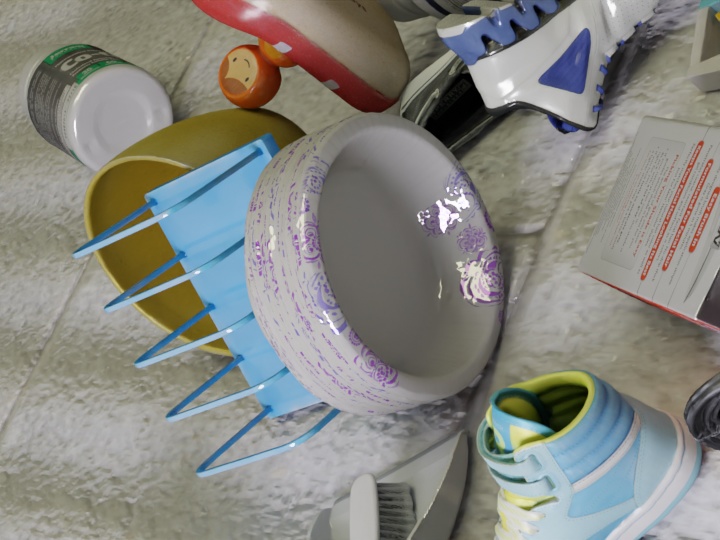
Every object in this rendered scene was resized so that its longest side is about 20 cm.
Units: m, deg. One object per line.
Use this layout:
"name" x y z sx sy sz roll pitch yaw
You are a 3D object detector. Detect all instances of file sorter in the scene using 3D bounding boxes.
"file sorter" -0.096 0.030 1.358 0.138 0.201 0.123 -21 11 41

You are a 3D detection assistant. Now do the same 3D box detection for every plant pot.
"plant pot" -0.104 -0.051 1.518 0.199 0.201 0.142 -17 26 44

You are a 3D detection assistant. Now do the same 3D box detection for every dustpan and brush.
"dustpan and brush" 0.007 0.196 1.225 0.139 0.057 0.201 -33 37 31

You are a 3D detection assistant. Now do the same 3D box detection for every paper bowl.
"paper bowl" 0.000 0.000 1.289 0.104 0.200 0.202 -20 45 43

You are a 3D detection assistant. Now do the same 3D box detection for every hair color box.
"hair color box" 0.206 -0.025 1.103 0.112 0.064 0.200 -66 13 3

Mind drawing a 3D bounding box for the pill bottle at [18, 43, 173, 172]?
"pill bottle" -0.277 -0.170 1.909 0.113 0.113 0.200 -56 32 -3

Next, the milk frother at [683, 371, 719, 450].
"milk frother" 0.259 0.105 0.934 0.201 0.179 0.189 95 -176 -53

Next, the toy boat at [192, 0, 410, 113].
"toy boat" -0.064 -0.183 1.489 0.131 0.200 0.131 -44 32 20

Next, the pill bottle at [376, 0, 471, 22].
"pill bottle" 0.093 -0.267 1.500 0.199 0.119 0.120 -11 51 48

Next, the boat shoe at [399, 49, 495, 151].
"boat shoe" 0.104 -0.158 1.425 0.200 0.072 0.068 -40 32 27

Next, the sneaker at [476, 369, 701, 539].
"sneaker" 0.094 0.139 1.097 0.200 0.130 0.080 -51 33 7

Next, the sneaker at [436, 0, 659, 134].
"sneaker" 0.160 -0.166 1.353 0.198 0.116 0.081 -26 19 -10

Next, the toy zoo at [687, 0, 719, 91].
"toy zoo" 0.288 -0.200 1.267 0.131 0.020 0.201 -20 45 43
